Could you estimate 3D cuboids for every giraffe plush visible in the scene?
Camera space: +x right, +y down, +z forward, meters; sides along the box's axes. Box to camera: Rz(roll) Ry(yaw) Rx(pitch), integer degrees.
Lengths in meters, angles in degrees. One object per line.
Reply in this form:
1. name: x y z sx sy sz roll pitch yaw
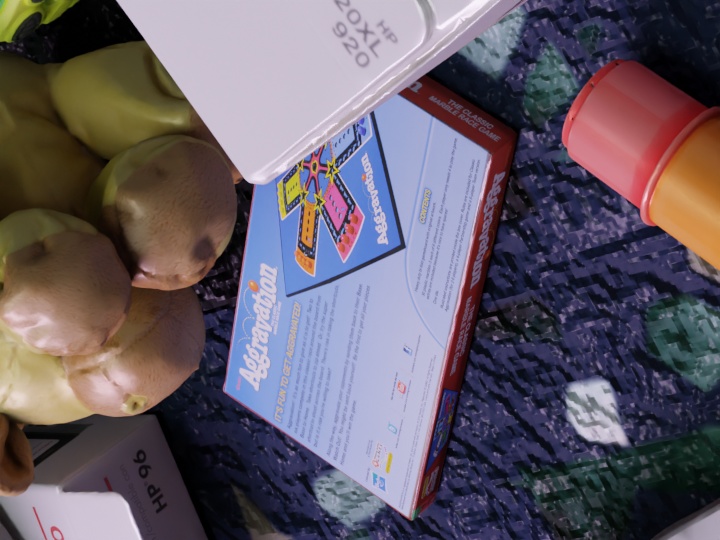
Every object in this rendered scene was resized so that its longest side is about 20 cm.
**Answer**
1. giraffe plush: -0.125 0.002 1.206 0.199 0.172 0.163 27 144 37

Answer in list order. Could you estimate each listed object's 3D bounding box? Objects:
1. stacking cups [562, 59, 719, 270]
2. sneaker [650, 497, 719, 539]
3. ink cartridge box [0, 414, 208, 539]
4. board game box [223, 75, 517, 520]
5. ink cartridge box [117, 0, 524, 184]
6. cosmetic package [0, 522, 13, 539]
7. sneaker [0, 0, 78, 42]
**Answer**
1. stacking cups: 0.152 -0.003 0.989 0.200 0.060 0.061 36 139 20
2. sneaker: 0.143 0.144 1.093 0.119 0.074 0.200 57 139 4
3. ink cartridge box: -0.130 0.130 1.362 0.199 0.068 0.117 -2 117 46
4. board game box: 0.000 0.000 1.175 0.103 0.019 0.201 32 137 21
5. ink cartridge box: 0.021 -0.152 0.894 0.148 0.200 0.145 53 141 0
6. cosmetic package: -0.234 0.178 1.289 0.107 0.200 0.090 55 141 -2
7. sneaker: -0.121 -0.181 1.120 0.083 0.074 0.201 27 126 25
